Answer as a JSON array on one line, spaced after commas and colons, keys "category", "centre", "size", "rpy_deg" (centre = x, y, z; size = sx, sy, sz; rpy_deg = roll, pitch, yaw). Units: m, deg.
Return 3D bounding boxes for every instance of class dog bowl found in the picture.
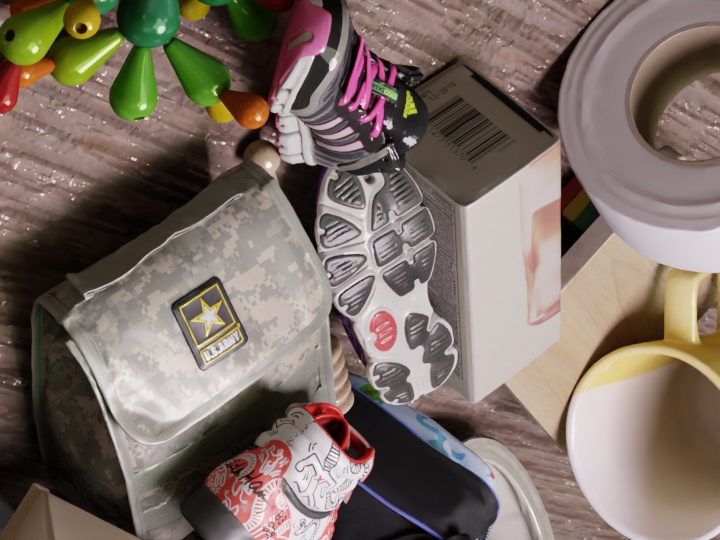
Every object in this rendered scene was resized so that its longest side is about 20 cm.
[{"category": "dog bowl", "centre": [0.073, 0.225, 1.915], "size": [0.074, 0.201, 0.200], "rpy_deg": [-15, 162, 28]}]

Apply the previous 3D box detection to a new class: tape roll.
[{"category": "tape roll", "centre": [0.235, -0.104, 1.739], "size": [0.203, 0.202, 0.071], "rpy_deg": [-47, 148, -4]}]

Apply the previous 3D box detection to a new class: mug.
[{"category": "mug", "centre": [0.261, 0.098, 1.916], "size": [0.153, 0.149, 0.187], "rpy_deg": [-17, 144, -53]}]

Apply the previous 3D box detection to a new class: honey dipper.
[{"category": "honey dipper", "centre": [-0.040, 0.005, 1.623], "size": [0.038, 0.038, 0.201], "rpy_deg": [-32, 129, -26]}]

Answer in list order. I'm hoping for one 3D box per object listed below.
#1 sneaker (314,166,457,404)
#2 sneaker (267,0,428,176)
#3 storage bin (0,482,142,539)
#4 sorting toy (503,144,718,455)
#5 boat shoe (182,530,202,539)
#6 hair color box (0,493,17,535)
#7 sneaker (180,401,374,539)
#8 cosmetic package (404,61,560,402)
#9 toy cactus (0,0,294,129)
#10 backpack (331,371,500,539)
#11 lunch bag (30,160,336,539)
[{"category": "sneaker", "centre": [0.000, 0.000, 1.673], "size": [0.080, 0.083, 0.200], "rpy_deg": [-28, 134, -18]}, {"category": "sneaker", "centre": [-0.003, -0.103, 1.495], "size": [0.200, 0.087, 0.074], "rpy_deg": [88, 16, -73]}, {"category": "storage bin", "centre": [-0.152, 0.259, 1.524], "size": [0.200, 0.094, 0.199], "rpy_deg": [29, 105, -19]}, {"category": "sorting toy", "centre": [0.169, 0.013, 1.905], "size": [0.199, 0.070, 0.200], "rpy_deg": [-48, 149, -3]}, {"category": "boat shoe", "centre": [-0.120, 0.186, 1.633], "size": [0.200, 0.068, 0.072], "rpy_deg": [-63, 152, -17]}, {"category": "hair color box", "centre": [-0.221, 0.208, 1.629], "size": [0.099, 0.061, 0.200], "rpy_deg": [-46, 149, -7]}, {"category": "sneaker", "centre": [-0.030, 0.145, 1.587], "size": [0.108, 0.067, 0.201], "rpy_deg": [-42, 155, -2]}, {"category": "cosmetic package", "centre": [0.070, -0.023, 1.711], "size": [0.087, 0.103, 0.200], "rpy_deg": [-34, 147, -23]}, {"category": "toy cactus", "centre": [-0.106, -0.151, 1.377], "size": [0.199, 0.102, 0.166], "rpy_deg": [-5, 118, -38]}, {"category": "backpack", "centre": [-0.011, 0.183, 1.754], "size": [0.147, 0.183, 0.200], "rpy_deg": [-40, 159, -54]}, {"category": "lunch bag", "centre": [-0.105, 0.049, 1.551], "size": [0.164, 0.118, 0.200], "rpy_deg": [-35, 145, -25]}]
